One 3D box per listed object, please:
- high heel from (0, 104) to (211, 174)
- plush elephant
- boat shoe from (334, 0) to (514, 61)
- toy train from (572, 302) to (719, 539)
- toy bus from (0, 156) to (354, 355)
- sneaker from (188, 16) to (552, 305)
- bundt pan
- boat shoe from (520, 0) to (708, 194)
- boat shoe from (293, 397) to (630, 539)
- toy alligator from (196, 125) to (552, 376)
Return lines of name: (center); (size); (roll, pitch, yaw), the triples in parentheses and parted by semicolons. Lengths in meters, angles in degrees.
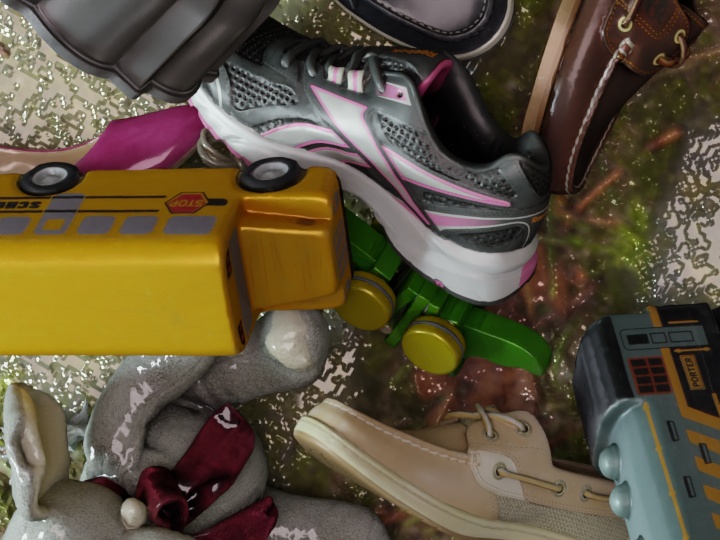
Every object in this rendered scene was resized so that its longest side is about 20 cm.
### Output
high heel: (-0.170, -0.059, 1.140); (0.199, 0.067, 0.096); (-24, 102, 22)
plush elephant: (-0.101, 0.116, 1.089); (0.199, 0.155, 0.166); (0, 120, 15)
boat shoe: (-0.008, -0.176, 1.108); (0.075, 0.062, 0.200); (-44, 90, 8)
toy train: (0.166, 0.097, 1.054); (0.113, 0.201, 0.085); (-4, 138, -8)
toy bus: (-0.107, -0.004, 1.065); (0.199, 0.078, 0.065); (0, 122, 12)
sneaker: (0.010, -0.077, 1.085); (0.199, 0.080, 0.087); (32, 131, 10)
bundt pan: (-0.104, -0.177, 1.010); (0.076, 0.202, 0.202); (-34, 90, 25)
boat shoe: (0.129, -0.127, 1.088); (0.070, 0.070, 0.201); (19, 98, 10)
boat shoe: (0.057, 0.092, 1.089); (0.199, 0.072, 0.065); (25, 89, -30)
toy alligator: (0.000, 0.000, 1.125); (0.199, 0.059, 0.054); (32, 141, -3)
